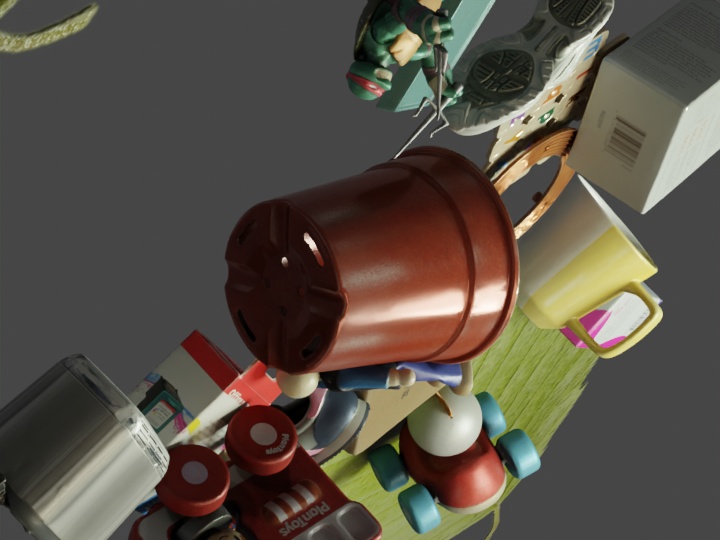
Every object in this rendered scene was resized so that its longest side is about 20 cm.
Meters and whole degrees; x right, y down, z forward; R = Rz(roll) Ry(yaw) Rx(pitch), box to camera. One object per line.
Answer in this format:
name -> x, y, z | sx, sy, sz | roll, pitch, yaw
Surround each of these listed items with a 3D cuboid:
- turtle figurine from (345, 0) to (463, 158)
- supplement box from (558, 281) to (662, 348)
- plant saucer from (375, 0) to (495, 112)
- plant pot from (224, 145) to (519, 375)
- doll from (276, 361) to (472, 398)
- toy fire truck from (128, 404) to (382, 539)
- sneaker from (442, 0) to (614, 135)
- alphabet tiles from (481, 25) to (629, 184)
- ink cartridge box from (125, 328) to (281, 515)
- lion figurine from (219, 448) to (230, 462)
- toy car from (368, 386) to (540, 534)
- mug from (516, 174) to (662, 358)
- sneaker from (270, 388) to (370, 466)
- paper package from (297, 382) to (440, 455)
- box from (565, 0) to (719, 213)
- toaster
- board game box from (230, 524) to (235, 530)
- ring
turtle figurine -> 0.048, -0.190, 1.276 | 0.200, 0.101, 0.150 | -61, 174, 1
supplement box -> 0.320, 0.039, 2.260 | 0.101, 0.103, 0.200 | -49, 161, 13
plant saucer -> 0.083, -0.215, 1.417 | 0.070, 0.019, 0.200 | -18, 146, -53
plant pot -> 0.000, 0.000, 1.445 | 0.195, 0.201, 0.201 | -11, 142, -44
doll -> 0.010, 0.094, 1.555 | 0.200, 0.136, 0.049 | 2, 97, -34
toy fire truck -> -0.098, 0.232, 1.507 | 0.200, 0.168, 0.112 | -29, 152, -36
sneaker -> 0.155, -0.184, 1.538 | 0.200, 0.078, 0.099 | -40, 163, -12
alphabet tiles -> 0.199, -0.170, 1.737 | 0.195, 0.015, 0.200 | -34, 157, -27
ink cartridge box -> -0.158, 0.130, 1.540 | 0.200, 0.067, 0.116 | -44, 161, -4
lion figurine -> -0.160, 0.199, 1.698 | 0.123, 0.072, 0.200 | -52, 175, -2
toy car -> 0.104, 0.196, 2.127 | 0.184, 0.177, 0.200 | -26, 128, -11
mug -> 0.252, 0.000, 1.963 | 0.153, 0.187, 0.149 | -40, 126, 10
sneaker -> -0.083, 0.177, 1.684 | 0.200, 0.082, 0.070 | -44, -160, 20
paper package -> 0.035, 0.071, 1.757 | 0.191, 0.103, 0.200 | -37, 158, -24
box -> 0.333, -0.183, 1.790 | 0.200, 0.106, 0.152 | -37, 153, -40
toaster -> -0.240, 0.153, 1.365 | 0.129, 0.114, 0.200 | -44, 159, -13
board game box -> -0.177, 0.304, 1.821 | 0.200, 0.034, 0.135 | -47, -175, 6
ring -> 0.167, -0.080, 1.804 | 0.200, 0.019, 0.201 | -38, 158, -18
